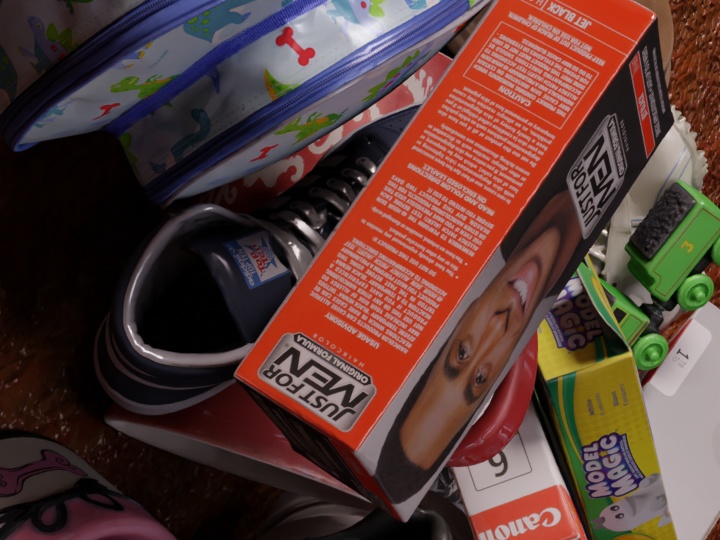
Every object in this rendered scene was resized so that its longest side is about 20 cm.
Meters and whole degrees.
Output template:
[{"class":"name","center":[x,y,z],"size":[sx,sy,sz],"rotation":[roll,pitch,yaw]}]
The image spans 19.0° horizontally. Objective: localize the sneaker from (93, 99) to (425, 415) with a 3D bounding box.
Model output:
[{"class":"sneaker","center":[-0.019,-0.012,0.864],"size":[0.200,0.070,0.109],"rotation":[-34,174,-11]}]

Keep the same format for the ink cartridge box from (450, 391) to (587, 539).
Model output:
[{"class":"ink cartridge box","center":[0.078,0.113,1.037],"size":[0.109,0.050,0.201],"rotation":[58,12,-71]}]

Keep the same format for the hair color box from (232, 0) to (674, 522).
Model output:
[{"class":"hair color box","center":[0.041,-0.011,0.828],"size":[0.200,0.061,0.102],"rotation":[-55,158,-10]}]

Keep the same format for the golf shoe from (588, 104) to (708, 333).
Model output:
[{"class":"golf shoe","center":[0.141,-0.023,1.186],"size":[0.097,0.078,0.201],"rotation":[-50,140,-27]}]

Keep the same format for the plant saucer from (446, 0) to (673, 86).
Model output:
[{"class":"plant saucer","center":[0.082,-0.153,1.045],"size":[0.029,0.201,0.200],"rotation":[-41,167,36]}]

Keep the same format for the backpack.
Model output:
[{"class":"backpack","center":[-0.054,-0.113,0.816],"size":[0.200,0.183,0.148],"rotation":[-27,89,-44]}]

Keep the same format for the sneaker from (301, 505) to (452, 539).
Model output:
[{"class":"sneaker","center":[-0.036,0.157,0.911],"size":[0.200,0.074,0.085],"rotation":[-31,146,-40]}]

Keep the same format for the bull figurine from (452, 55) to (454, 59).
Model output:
[{"class":"bull figurine","center":[0.060,-0.072,1.097],"size":[0.065,0.121,0.200],"rotation":[40,46,-14]}]

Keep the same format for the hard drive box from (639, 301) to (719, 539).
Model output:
[{"class":"hard drive box","center":[0.156,0.135,1.267],"size":[0.156,0.077,0.200],"rotation":[-48,175,-38]}]

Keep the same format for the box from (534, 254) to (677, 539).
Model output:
[{"class":"box","center":[0.108,0.054,1.050],"size":[0.118,0.048,0.201],"rotation":[-107,180,-46]}]

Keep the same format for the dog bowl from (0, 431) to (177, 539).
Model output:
[{"class":"dog bowl","center":[-0.144,0.175,0.918],"size":[0.200,0.073,0.201],"rotation":[-28,126,-48]}]

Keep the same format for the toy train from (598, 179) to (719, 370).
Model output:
[{"class":"toy train","center":[0.134,0.038,1.167],"size":[0.056,0.042,0.200],"rotation":[30,103,-35]}]

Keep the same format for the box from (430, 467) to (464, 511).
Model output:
[{"class":"box","center":[0.059,0.070,1.208],"size":[0.200,0.048,0.159],"rotation":[-44,136,-39]}]

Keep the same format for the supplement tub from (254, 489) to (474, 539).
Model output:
[{"class":"supplement tub","center":[-0.010,0.210,1.032],"size":[0.201,0.143,0.145],"rotation":[-74,156,-47]}]

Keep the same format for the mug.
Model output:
[{"class":"mug","center":[-0.003,0.001,0.984],"size":[0.133,0.177,0.201],"rotation":[119,-12,-79]}]
